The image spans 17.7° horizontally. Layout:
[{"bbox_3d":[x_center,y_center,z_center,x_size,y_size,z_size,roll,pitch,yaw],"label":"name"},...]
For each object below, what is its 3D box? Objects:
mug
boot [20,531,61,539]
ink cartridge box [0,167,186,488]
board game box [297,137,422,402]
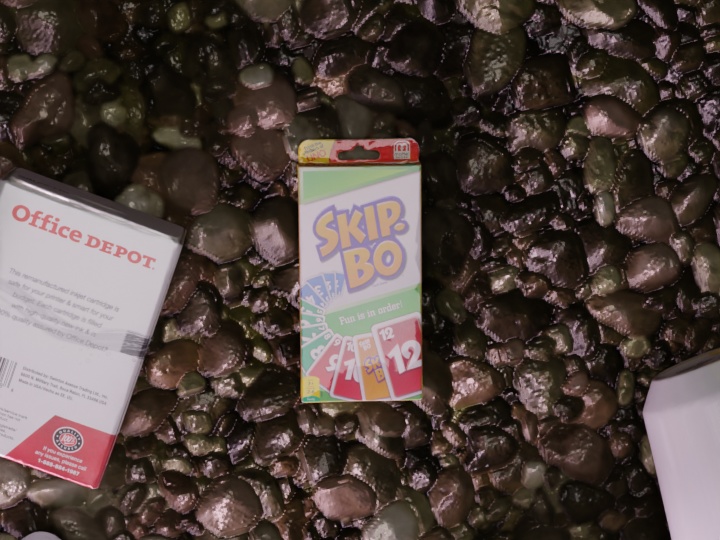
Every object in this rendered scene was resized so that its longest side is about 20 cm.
[{"bbox_3d":[0.296,0.135,1.773,0.149,0.186,0.154,-21,92,34],"label":"mug"},{"bbox_3d":[-0.252,0.310,1.797,0.073,0.095,0.202,6,72,34],"label":"boot"},{"bbox_3d":[-0.229,0.040,1.738,0.143,0.084,0.202,20,99,-5],"label":"ink cartridge box"},{"bbox_3d":[0.000,0.000,1.773,0.095,0.030,0.202,-1,98,-3],"label":"board game box"}]
